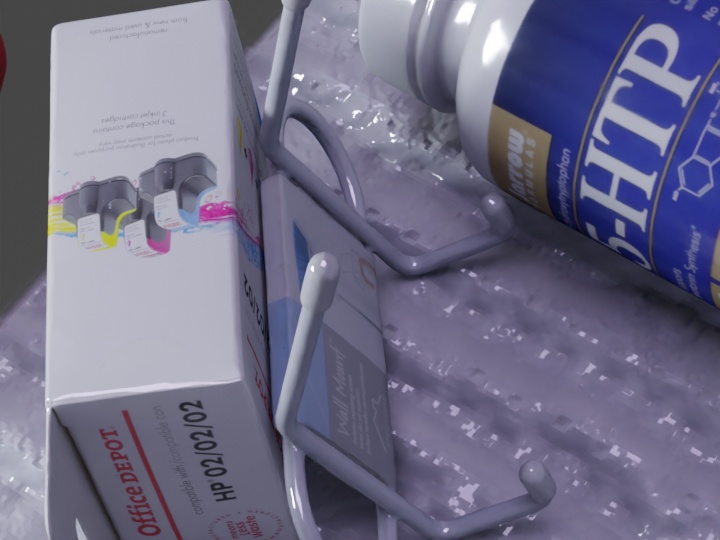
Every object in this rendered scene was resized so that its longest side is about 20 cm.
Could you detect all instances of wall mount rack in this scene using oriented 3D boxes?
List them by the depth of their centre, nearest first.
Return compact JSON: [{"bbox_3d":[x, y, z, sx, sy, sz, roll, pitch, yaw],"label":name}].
[{"bbox_3d":[0.000,0.000,0.771,0.074,0.174,0.201,-22,53,22],"label":"wall mount rack"}]

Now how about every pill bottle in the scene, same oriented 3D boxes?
[{"bbox_3d":[0.103,-0.067,0.832,0.200,0.120,0.120,30,65,26],"label":"pill bottle"}]

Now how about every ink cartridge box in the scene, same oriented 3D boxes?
[{"bbox_3d":[-0.064,0.022,0.801,0.068,0.115,0.201,-7,56,5],"label":"ink cartridge box"}]

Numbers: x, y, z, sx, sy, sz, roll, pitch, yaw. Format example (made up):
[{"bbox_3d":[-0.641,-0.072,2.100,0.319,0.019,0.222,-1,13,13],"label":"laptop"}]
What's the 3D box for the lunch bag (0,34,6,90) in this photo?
[{"bbox_3d":[-0.241,-0.042,0.892,0.176,0.082,0.201,3,57,12],"label":"lunch bag"}]
